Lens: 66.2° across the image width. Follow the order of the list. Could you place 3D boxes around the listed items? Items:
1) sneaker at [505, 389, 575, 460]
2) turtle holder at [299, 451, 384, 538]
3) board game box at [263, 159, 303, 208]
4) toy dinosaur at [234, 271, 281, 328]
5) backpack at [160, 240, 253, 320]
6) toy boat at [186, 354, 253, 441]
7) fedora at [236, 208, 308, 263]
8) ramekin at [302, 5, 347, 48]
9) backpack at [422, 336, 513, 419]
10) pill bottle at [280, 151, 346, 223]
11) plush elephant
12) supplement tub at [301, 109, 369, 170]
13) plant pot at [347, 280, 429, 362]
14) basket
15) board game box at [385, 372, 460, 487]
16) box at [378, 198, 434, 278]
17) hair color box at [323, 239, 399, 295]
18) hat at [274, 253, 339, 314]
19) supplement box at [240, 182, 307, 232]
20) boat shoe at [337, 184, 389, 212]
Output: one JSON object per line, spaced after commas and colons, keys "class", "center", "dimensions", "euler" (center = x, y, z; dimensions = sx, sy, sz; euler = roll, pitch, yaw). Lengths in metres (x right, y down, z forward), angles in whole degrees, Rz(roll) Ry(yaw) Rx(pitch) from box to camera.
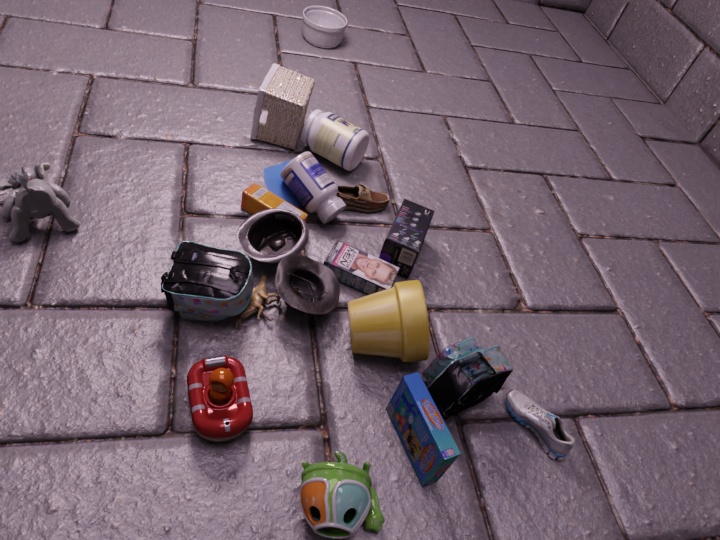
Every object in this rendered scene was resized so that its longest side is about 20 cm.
{"class": "sneaker", "center": [0.447, 0.364, 1.358], "dimensions": [0.075, 0.087, 0.200], "euler": [-28, 61, -33]}
{"class": "turtle holder", "center": [-0.042, 0.461, 1.102], "dimensions": [0.140, 0.186, 0.132], "euler": [-13, 46, 14]}
{"class": "board game box", "center": [-0.220, -0.261, 1.734], "dimensions": [0.200, 0.039, 0.158], "euler": [-31, 84, -44]}
{"class": "toy dinosaur", "center": [-0.255, 0.068, 1.423], "dimensions": [0.100, 0.058, 0.201], "euler": [20, 47, 2]}
{"class": "backpack", "center": [-0.361, 0.033, 1.352], "dimensions": [0.198, 0.154, 0.177], "euler": [3, 47, 5]}
{"class": "toy boat", "center": [-0.301, 0.259, 1.188], "dimensions": [0.130, 0.131, 0.201], "euler": [-6, 51, -21]}
{"class": "fedora", "center": [-0.241, -0.079, 1.531], "dimensions": [0.177, 0.091, 0.200], "euler": [41, 60, 17]}
{"class": "ramekin", "center": [-0.162, -1.067, 2.430], "dimensions": [0.199, 0.105, 0.201], "euler": [8, 48, -9]}
{"class": "backpack", "center": [0.261, 0.254, 1.338], "dimensions": [0.199, 0.178, 0.151], "euler": [-10, 58, -29]}
{"class": "pill bottle", "center": [-0.138, -0.247, 1.674], "dimensions": [0.120, 0.120, 0.200], "euler": [-36, 88, -38]}
{"class": "plush elephant", "center": [-0.845, -0.194, 1.415], "dimensions": [0.164, 0.201, 0.155], "euler": [-23, 40, -24]}
{"class": "supplement tub", "center": [-0.085, -0.445, 1.871], "dimensions": [0.199, 0.145, 0.145], "euler": [30, 48, 10]}
{"class": "plant pot", "center": [0.065, 0.133, 1.386], "dimensions": [0.187, 0.201, 0.202], "euler": [-6, 49, -1]}
{"class": "basket", "center": [-0.265, -0.557, 1.885], "dimensions": [0.160, 0.199, 0.201], "euler": [17, 46, -8]}
{"class": "board game box", "center": [0.133, 0.353, 1.225], "dimensions": [0.045, 0.153, 0.201], "euler": [-9, 53, -25]}
{"class": "box", "center": [0.136, -0.097, 1.646], "dimensions": [0.105, 0.123, 0.201], "euler": [22, 47, 4]}
{"class": "hair color box", "center": [0.000, 0.000, 1.561], "dimensions": [0.199, 0.061, 0.100], "euler": [24, 47, 4]}
{"class": "hat", "center": [-0.148, 0.056, 1.445], "dimensions": [0.199, 0.081, 0.201], "euler": [18, 41, -17]}
{"class": "supplement box", "center": [-0.257, -0.176, 1.635], "dimensions": [0.199, 0.067, 0.069], "euler": [34, 45, 12]}
{"class": "boat shoe", "center": [-0.001, -0.234, 1.758], "dimensions": [0.199, 0.074, 0.076], "euler": [-3, 51, -19]}
